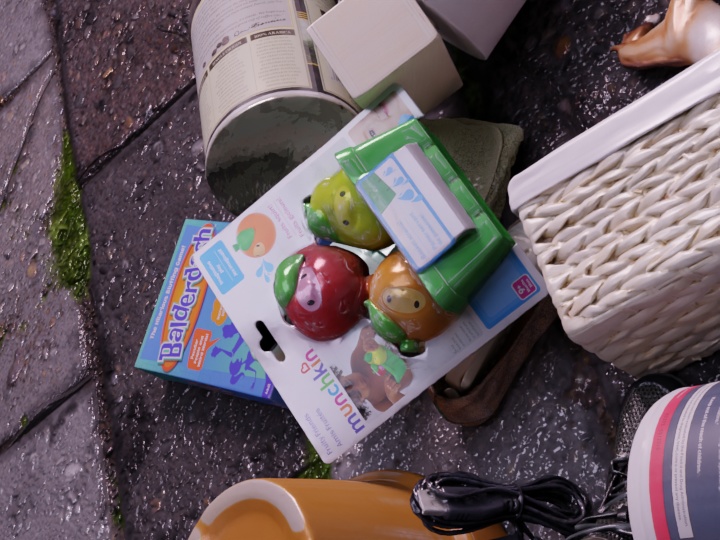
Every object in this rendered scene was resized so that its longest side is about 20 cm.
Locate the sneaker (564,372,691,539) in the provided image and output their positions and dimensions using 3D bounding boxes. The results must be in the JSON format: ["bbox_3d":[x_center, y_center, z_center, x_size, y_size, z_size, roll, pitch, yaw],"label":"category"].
[{"bbox_3d":[0.170,0.150,0.739,0.075,0.114,0.202,-7,63,38],"label":"sneaker"}]

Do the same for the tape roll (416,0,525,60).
[{"bbox_3d":[0.060,-0.286,0.992,0.140,0.202,0.202,-55,44,6],"label":"tape roll"}]

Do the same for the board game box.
[{"bbox_3d":[-0.110,0.036,1.105,0.198,0.045,0.154,5,73,45],"label":"board game box"}]

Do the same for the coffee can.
[{"bbox_3d":[-0.075,-0.162,1.081,0.146,0.146,0.202,-36,43,24],"label":"coffee can"}]

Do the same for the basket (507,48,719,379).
[{"bbox_3d":[0.216,-0.032,0.770,0.199,0.135,0.125,-32,53,28],"label":"basket"}]

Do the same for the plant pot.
[{"bbox_3d":[-0.019,0.223,0.827,0.198,0.182,0.203,-20,57,34],"label":"plant pot"}]

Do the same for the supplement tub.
[{"bbox_3d":[0.255,0.117,0.639,0.199,0.139,0.142,-20,57,45],"label":"supplement tub"}]

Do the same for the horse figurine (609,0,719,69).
[{"bbox_3d":[0.269,-0.167,0.848,0.133,0.050,0.200,-45,43,7],"label":"horse figurine"}]

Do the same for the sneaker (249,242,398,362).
[{"bbox_3d":[-0.013,-0.005,0.928,0.073,0.117,0.203,20,87,49],"label":"sneaker"}]

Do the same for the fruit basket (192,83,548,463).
[{"bbox_3d":[0.000,0.000,0.842,0.199,0.094,0.186,-36,75,5],"label":"fruit basket"}]

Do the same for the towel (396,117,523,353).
[{"bbox_3d":[0.049,-0.033,0.996,0.147,0.036,0.203,7,75,46],"label":"towel"}]

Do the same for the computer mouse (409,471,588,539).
[{"bbox_3d":[0.098,0.228,0.764,0.053,0.137,0.203,-25,61,60],"label":"computer mouse"}]

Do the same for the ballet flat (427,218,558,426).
[{"bbox_3d":[0.110,0.021,0.889,0.068,0.067,0.202,25,88,38],"label":"ballet flat"}]

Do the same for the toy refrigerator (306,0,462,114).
[{"bbox_3d":[0.023,-0.164,0.932,0.076,0.200,0.070,-36,84,8],"label":"toy refrigerator"}]
